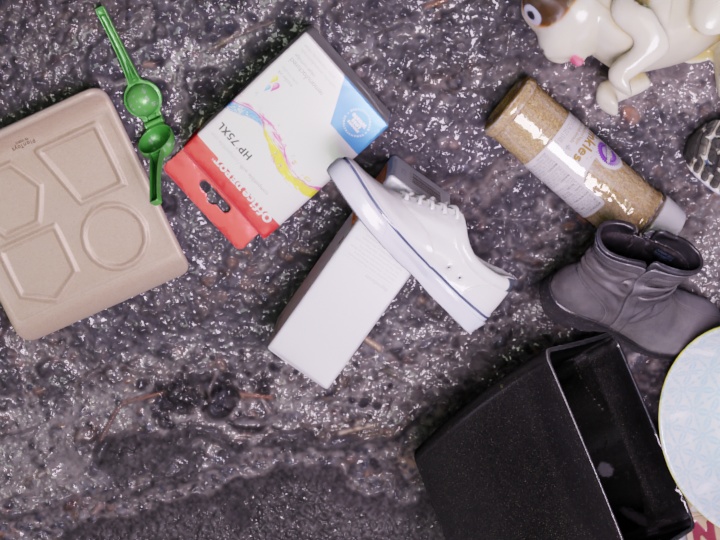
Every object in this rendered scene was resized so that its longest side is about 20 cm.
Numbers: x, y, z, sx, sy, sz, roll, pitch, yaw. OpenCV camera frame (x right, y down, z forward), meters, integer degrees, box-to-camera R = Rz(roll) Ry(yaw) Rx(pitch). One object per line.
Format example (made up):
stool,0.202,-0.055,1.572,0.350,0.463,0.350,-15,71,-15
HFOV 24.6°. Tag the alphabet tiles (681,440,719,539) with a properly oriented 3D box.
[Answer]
alphabet tiles,0.388,0.225,1.564,0.164,0.006,0.202,-6,63,5

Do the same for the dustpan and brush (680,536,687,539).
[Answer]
dustpan and brush,0.271,0.319,1.572,0.138,0.201,0.058,-1,137,21

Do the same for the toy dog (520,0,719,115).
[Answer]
toy dog,0.240,-0.236,1.452,0.197,0.140,0.197,0,92,2

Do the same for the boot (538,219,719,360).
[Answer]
boot,0.273,0.019,1.497,0.198,0.071,0.132,9,151,-25

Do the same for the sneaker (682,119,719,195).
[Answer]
sneaker,0.387,-0.070,1.516,0.198,0.089,0.079,27,78,16

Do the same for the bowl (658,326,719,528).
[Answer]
bowl,0.388,0.140,1.530,0.198,0.107,0.203,9,104,40

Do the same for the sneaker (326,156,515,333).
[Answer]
sneaker,0.054,-0.036,1.446,0.071,0.073,0.200,-44,108,2

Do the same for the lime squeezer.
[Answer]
lime squeezer,-0.206,-0.145,1.530,0.037,0.070,0.202,-26,72,28

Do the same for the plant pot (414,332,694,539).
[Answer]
plant pot,0.168,0.191,1.522,0.176,0.199,0.202,-27,81,24

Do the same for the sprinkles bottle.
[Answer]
sprinkles bottle,0.207,-0.090,1.524,0.199,0.068,0.068,40,103,-8

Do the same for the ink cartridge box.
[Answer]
ink cartridge box,-0.082,-0.115,1.529,0.200,0.067,0.116,-42,99,12

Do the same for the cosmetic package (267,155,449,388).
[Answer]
cosmetic package,0.000,0.000,1.539,0.071,0.102,0.201,34,103,-6

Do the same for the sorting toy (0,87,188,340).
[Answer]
sorting toy,-0.283,-0.053,1.573,0.183,0.037,0.202,-23,107,8
